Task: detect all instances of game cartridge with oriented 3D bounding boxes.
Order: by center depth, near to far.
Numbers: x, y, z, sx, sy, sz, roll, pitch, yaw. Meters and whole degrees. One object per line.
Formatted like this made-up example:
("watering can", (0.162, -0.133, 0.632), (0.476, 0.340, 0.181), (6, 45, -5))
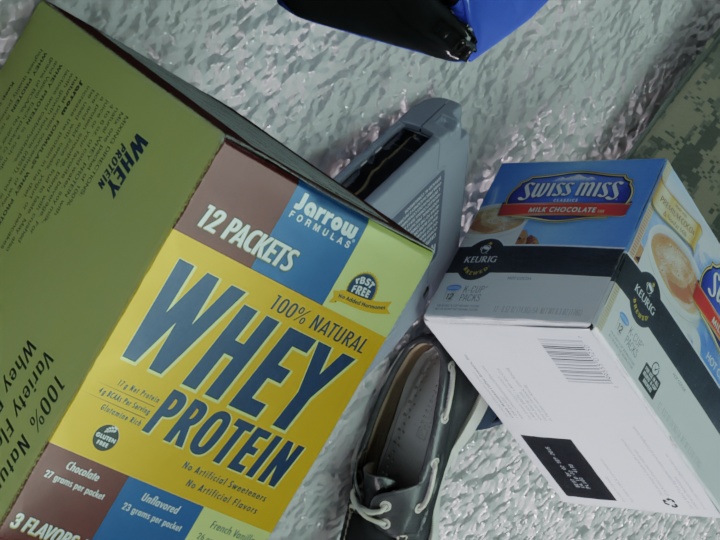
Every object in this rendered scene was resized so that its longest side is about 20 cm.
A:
("game cartridge", (0.000, 0.000, 1.277), (0.200, 0.041, 0.134), (-44, 144, -44))

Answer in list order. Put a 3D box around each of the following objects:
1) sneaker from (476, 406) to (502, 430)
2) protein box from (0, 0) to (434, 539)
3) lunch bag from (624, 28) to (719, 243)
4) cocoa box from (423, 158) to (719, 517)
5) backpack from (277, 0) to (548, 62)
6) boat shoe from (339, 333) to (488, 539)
("sneaker", (0.146, 0.072, 1.512), (0.199, 0.084, 0.076), (-23, 134, -39))
("protein box", (-0.108, 0.015, 1.021), (0.134, 0.200, 0.200), (27, 96, -38))
("lunch bag", (0.275, -0.065, 1.512), (0.201, 0.139, 0.168), (-54, 162, -1))
("cocoa box", (0.158, 0.042, 1.375), (0.200, 0.133, 0.132), (52, 54, -36))
("backpack", (0.020, -0.231, 1.048), (0.168, 0.162, 0.201), (-44, 133, -32))
("boat shoe", (0.024, 0.134, 1.424), (0.060, 0.074, 0.201), (16, 102, -55))
